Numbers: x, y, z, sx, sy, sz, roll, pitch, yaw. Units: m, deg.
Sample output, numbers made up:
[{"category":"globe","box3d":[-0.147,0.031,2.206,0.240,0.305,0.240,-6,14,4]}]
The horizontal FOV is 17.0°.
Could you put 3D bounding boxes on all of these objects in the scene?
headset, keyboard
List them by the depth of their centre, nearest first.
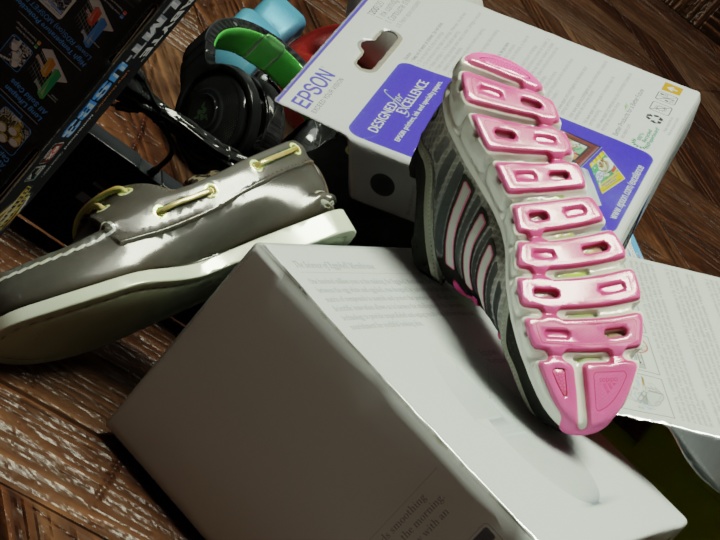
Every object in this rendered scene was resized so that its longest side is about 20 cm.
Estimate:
[{"category":"keyboard","box3d":[-0.111,-0.046,1.199,0.200,0.127,0.021,35,42,-24]},{"category":"headset","box3d":[-0.048,-0.084,1.488,0.123,0.094,0.201,31,36,-32]}]

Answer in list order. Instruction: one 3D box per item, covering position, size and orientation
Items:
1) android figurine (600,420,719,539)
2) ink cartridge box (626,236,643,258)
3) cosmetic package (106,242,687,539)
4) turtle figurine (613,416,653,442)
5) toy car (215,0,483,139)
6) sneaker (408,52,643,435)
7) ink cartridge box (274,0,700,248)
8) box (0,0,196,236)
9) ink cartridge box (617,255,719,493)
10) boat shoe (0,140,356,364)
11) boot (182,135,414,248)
[{"category":"android figurine","box3d":[0.164,0.162,1.256,0.200,0.182,0.041,42,-23,10]},{"category":"ink cartridge box","box3d":[0.089,-0.022,1.475,0.200,0.125,0.129,37,29,-65]},{"category":"cosmetic package","box3d":[0.021,0.097,1.137,0.200,0.123,0.199,48,17,17]},{"category":"turtle figurine","box3d":[0.106,0.118,1.369,0.144,0.199,0.195,70,8,-61]},{"category":"toy car","box3d":[0.024,-0.156,1.648,0.184,0.200,0.177,42,16,-1]},{"category":"sneaker","box3d":[0.074,-0.003,1.176,0.073,0.087,0.201,-3,62,-32]},{"category":"ink cartridge box","box3d":[0.071,-0.082,1.327,0.199,0.044,0.198,24,34,9]},{"category":"box","box3d":[-0.192,-0.143,1.120,0.200,0.199,0.050,44,18,7]},{"category":"ink cartridge box","box3d":[0.167,0.058,1.250,0.199,0.050,0.163,11,31,-13]},{"category":"boat shoe","box3d":[-0.097,-0.010,1.114,0.200,0.072,0.061,-18,75,-36]},{"category":"boot","box3d":[0.000,0.000,1.309,0.150,0.073,0.201,-14,54,-19]}]
